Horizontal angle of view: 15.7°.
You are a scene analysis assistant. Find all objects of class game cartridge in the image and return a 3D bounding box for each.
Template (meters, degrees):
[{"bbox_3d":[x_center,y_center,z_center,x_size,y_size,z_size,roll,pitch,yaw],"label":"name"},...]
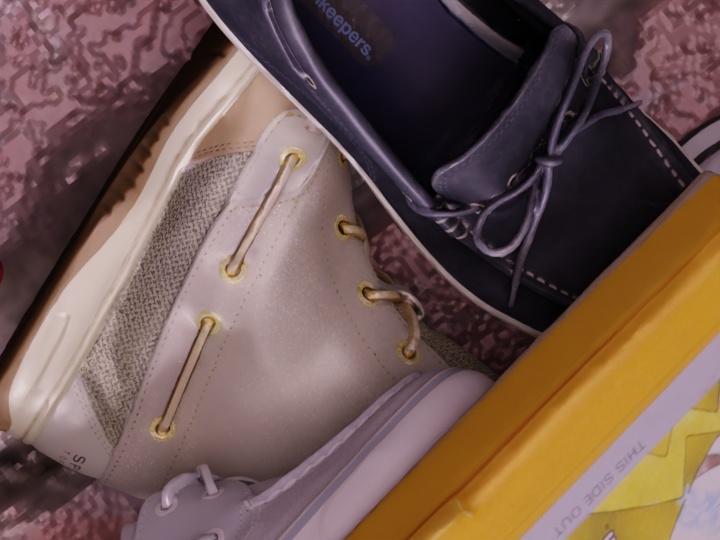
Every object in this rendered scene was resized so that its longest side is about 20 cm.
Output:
[{"bbox_3d":[0.072,0.099,0.741,0.200,0.032,0.177,-46,131,-10],"label":"game cartridge"}]

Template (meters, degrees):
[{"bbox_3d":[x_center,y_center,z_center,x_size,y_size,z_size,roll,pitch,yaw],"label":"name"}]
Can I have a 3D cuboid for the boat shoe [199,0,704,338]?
[{"bbox_3d":[0.037,-0.039,0.720,0.200,0.062,0.075,41,82,-19],"label":"boat shoe"}]

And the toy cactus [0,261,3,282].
[{"bbox_3d":[-0.215,-0.030,0.751,0.165,0.102,0.200,-39,108,9],"label":"toy cactus"}]

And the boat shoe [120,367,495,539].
[{"bbox_3d":[-0.043,0.093,0.738,0.068,0.072,0.200,43,93,22],"label":"boat shoe"}]

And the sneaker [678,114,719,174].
[{"bbox_3d":[0.144,-0.021,0.773,0.076,0.115,0.201,39,92,-10],"label":"sneaker"}]

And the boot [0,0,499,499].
[{"bbox_3d":[0.000,0.000,0.782,0.154,0.072,0.201,33,97,-9],"label":"boot"}]
